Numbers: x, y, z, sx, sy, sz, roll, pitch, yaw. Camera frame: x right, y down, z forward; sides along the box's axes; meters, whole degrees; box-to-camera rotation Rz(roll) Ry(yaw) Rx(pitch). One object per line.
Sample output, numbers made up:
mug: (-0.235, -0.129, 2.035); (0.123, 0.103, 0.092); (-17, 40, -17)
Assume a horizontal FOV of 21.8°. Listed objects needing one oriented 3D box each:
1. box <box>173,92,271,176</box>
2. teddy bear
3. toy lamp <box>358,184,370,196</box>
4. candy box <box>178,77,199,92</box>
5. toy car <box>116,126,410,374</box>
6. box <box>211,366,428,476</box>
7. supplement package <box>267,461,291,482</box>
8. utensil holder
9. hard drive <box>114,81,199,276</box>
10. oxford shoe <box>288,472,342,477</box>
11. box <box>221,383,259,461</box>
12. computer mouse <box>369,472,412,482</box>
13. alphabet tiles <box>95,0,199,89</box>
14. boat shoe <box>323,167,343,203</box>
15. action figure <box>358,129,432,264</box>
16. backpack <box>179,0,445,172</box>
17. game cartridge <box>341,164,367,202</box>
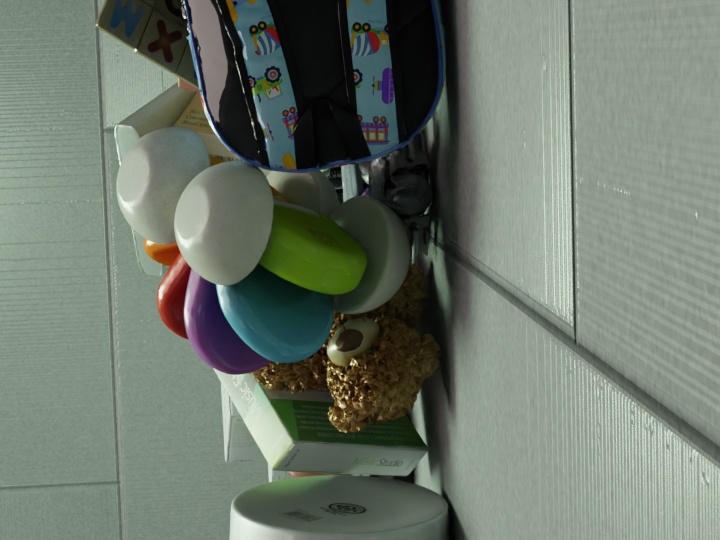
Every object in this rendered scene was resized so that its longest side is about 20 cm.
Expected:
box: (-0.062, -0.149, 1.528); (0.200, 0.095, 0.078); (-61, -32, -35)
teddy bear: (-0.014, 0.036, 1.380); (0.200, 0.144, 0.067); (-91, -10, -58)
toy lamp: (0.000, 0.000, 1.538); (0.200, 0.058, 0.058); (109, 160, -51)
candy box: (-0.055, -0.213, 1.470); (0.055, 0.115, 0.200); (93, -164, -49)
toy car: (-0.080, -0.004, 1.307); (0.200, 0.175, 0.150); (30, 102, 49)
box: (-0.051, 0.076, 1.452); (0.036, 0.144, 0.200); (-55, 49, 25)
supplement package: (-0.039, 0.107, 1.835); (0.200, 0.110, 0.156); (99, 167, -64)
utensil holder: (-0.014, 0.263, 1.344); (0.170, 0.169, 0.201); (-124, 34, -80)
hard drive: (-0.127, -0.100, 1.546); (0.200, 0.026, 0.132); (-43, -45, -48)
oxford shoe: (-0.004, 0.127, 1.622); (0.075, 0.070, 0.200); (-64, -6, 19)
box: (-0.112, 0.089, 1.752); (0.200, 0.036, 0.145); (109, 158, -71)
computer mouse: (0.024, 0.107, 1.562); (0.059, 0.034, 0.201); (-109, 18, -75)
alphabet tiles: (-0.080, -0.198, 1.348); (0.008, 0.200, 0.168); (-8, 58, 55)
boat shoe: (-0.020, -0.100, 1.798); (0.064, 0.070, 0.201); (-104, 4, -69)
action figure: (0.015, -0.083, 1.397); (0.200, 0.069, 0.131); (-110, 26, -62)
backpack: (-0.028, -0.164, 1.262); (0.135, 0.182, 0.201); (45, -146, -84)
game cartridge: (0.007, -0.058, 1.672); (0.133, 0.041, 0.201); (102, 166, -56)
